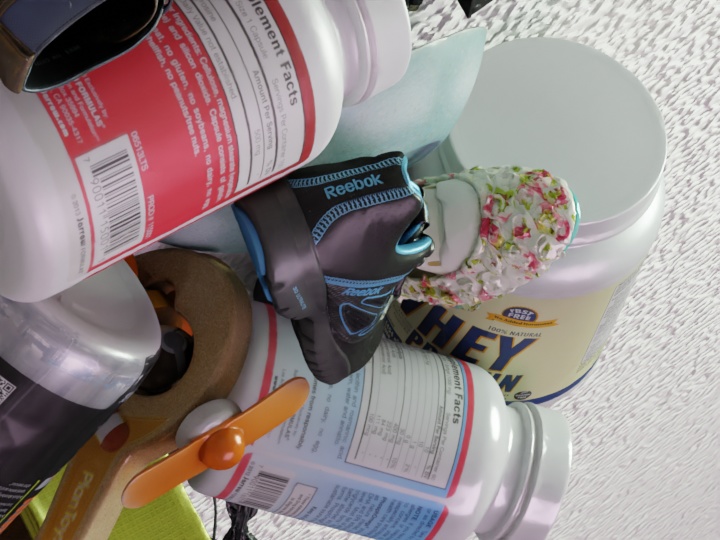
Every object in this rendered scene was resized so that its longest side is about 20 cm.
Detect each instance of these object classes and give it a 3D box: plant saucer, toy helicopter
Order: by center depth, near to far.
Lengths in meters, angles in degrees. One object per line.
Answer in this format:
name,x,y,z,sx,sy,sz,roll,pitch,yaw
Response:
toy helicopter,-0.109,0.086,1.097,0.079,0.132,0.201,37,75,-59
plant saucer,-0.016,-0.053,1.125,0.200,0.039,0.201,-29,177,-2

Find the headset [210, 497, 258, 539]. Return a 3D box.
headset,-0.131,0.182,1.382,0.200,0.123,0.094,-30,145,-45

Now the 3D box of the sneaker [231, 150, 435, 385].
sneaker,0.000,0.000,1.062,0.081,0.074,0.200,-22,167,1

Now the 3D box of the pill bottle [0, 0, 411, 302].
pill bottle,-0.081,-0.077,0.956,0.199,0.112,0.113,-28,157,-27

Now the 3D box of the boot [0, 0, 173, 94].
boot,-0.084,-0.126,0.871,0.199,0.097,0.075,-24,154,-33

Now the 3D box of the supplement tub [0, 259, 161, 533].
supplement tub,-0.194,0.064,1.041,0.200,0.123,0.122,-46,158,16

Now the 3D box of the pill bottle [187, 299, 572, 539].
pill bottle,0.010,0.092,1.262,0.199,0.109,0.109,17,134,-15

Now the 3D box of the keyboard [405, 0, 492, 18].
keyboard,0.068,-0.191,1.102,0.127,0.021,0.200,-36,159,-24

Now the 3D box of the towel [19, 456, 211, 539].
towel,-0.129,0.109,1.151,0.086,0.201,0.018,-27,-178,-28

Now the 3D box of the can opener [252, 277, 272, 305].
can opener,-0.071,0.039,1.317,0.200,0.053,0.067,-43,126,10

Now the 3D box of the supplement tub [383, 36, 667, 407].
supplement tub,0.090,-0.023,1.300,0.144,0.145,0.200,-29,156,-25

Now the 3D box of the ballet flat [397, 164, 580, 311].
ballet flat,0.025,-0.015,1.185,0.064,0.076,0.199,8,168,-39

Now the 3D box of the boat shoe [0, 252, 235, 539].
boat shoe,-0.125,0.079,1.223,0.200,0.072,0.072,-54,150,3
